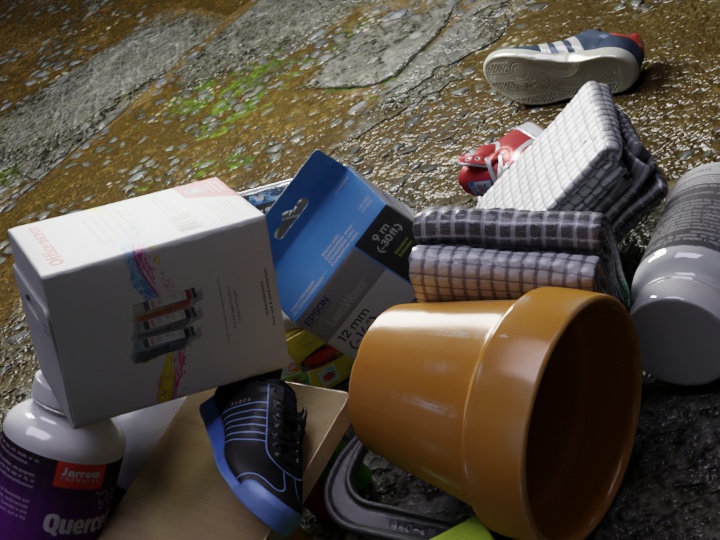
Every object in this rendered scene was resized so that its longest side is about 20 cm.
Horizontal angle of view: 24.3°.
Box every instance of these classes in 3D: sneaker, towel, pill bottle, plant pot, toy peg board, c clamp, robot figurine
[{"bbox_3d":[-0.079,0.142,1.407,0.078,0.070,0.200,-45,34,7],"label":"sneaker"},{"bbox_3d":[0.248,-0.251,2.005,0.200,0.075,0.085,4,40,29],"label":"sneaker"},{"bbox_3d":[0.202,-0.069,1.629,0.200,0.086,0.166,-49,19,21],"label":"towel"},{"bbox_3d":[0.303,0.002,1.462,0.113,0.113,0.200,-7,32,32],"label":"pill bottle"},{"bbox_3d":[-0.280,0.195,1.520,0.112,0.200,0.112,15,13,-4],"label":"pill bottle"},{"bbox_3d":[0.099,0.104,1.328,0.183,0.200,0.200,10,43,33],"label":"plant pot"},{"bbox_3d":[0.141,0.009,1.430,0.165,0.200,0.086,2,69,17],"label":"towel"},{"bbox_3d":[-0.100,0.206,1.501,0.200,0.098,0.199,5,56,45],"label":"toy peg board"},{"bbox_3d":[0.073,0.165,1.415,0.200,0.027,0.171,5,55,17],"label":"c clamp"},{"bbox_3d":[-0.229,0.156,1.651,0.200,0.113,0.170,13,63,51],"label":"robot figurine"},{"bbox_3d":[0.175,-0.102,1.801,0.112,0.071,0.200,-26,19,-9],"label":"sneaker"}]

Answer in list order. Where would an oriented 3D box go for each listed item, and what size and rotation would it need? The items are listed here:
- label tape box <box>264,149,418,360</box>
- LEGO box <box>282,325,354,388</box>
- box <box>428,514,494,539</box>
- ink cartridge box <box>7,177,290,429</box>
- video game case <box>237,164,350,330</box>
[{"bbox_3d":[0.000,0.000,1.556,0.143,0.200,0.066,-52,29,11],"label":"label tape box"},{"bbox_3d":[-0.052,0.055,1.715,0.200,0.077,0.149,-30,27,-8],"label":"LEGO box"},{"bbox_3d":[0.073,0.275,1.250,0.122,0.048,0.200,-28,27,-1],"label":"box"},{"bbox_3d":[-0.185,0.024,1.443,0.200,0.145,0.145,-15,23,-17],"label":"ink cartridge box"},{"bbox_3d":[-0.103,-0.011,1.699,0.200,0.023,0.182,-14,51,23],"label":"video game case"}]
